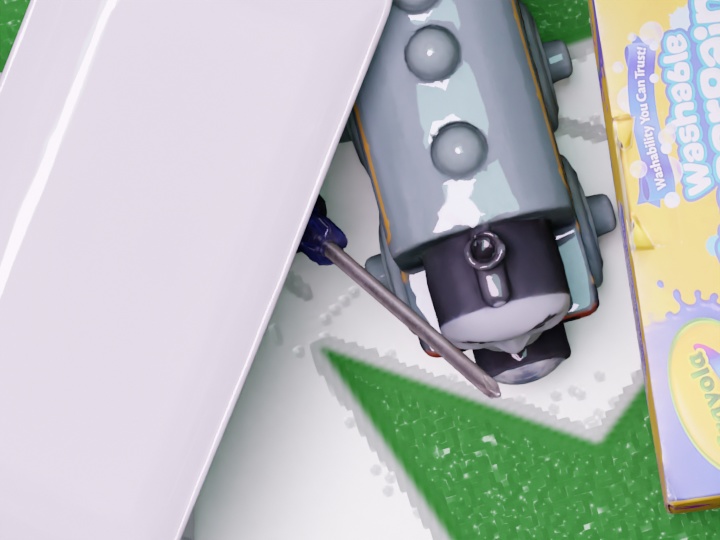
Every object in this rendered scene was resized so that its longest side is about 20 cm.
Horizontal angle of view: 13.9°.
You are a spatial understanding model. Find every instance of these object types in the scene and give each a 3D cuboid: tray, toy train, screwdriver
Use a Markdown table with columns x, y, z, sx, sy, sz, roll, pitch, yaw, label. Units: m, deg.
| x | y | z | sx | sy | sz | roll | pitch | yaw | label |
| --- | --- | --- | --- | --- | --- | --- | --- | --- | --- |
| -0.071 | -0.009 | 0.888 | 0.107 | 0.022 | 0.201 | 22 | 91 | 13 | tray |
| 0.025 | -0.063 | 0.929 | 0.085 | 0.114 | 0.201 | -14 | 81 | 6 | toy train |
| 0.000 | 0.000 | 0.906 | 0.200 | 0.029 | 0.028 | 37 | 107 | 52 | screwdriver |

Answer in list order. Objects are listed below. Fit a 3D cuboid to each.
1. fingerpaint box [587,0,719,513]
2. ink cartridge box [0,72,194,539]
| x | y | z | sx | sy | sz | roll | pitch | yaw | label |
| --- | --- | --- | --- | --- | --- | --- | --- | --- | --- |
| 0.163 | -0.034 | 0.928 | 0.166 | 0.073 | 0.201 | -9 | 81 | 5 | fingerpaint box |
| -0.129 | 0.037 | 0.952 | 0.145 | 0.083 | 0.201 | -1 | 83 | 7 | ink cartridge box |
